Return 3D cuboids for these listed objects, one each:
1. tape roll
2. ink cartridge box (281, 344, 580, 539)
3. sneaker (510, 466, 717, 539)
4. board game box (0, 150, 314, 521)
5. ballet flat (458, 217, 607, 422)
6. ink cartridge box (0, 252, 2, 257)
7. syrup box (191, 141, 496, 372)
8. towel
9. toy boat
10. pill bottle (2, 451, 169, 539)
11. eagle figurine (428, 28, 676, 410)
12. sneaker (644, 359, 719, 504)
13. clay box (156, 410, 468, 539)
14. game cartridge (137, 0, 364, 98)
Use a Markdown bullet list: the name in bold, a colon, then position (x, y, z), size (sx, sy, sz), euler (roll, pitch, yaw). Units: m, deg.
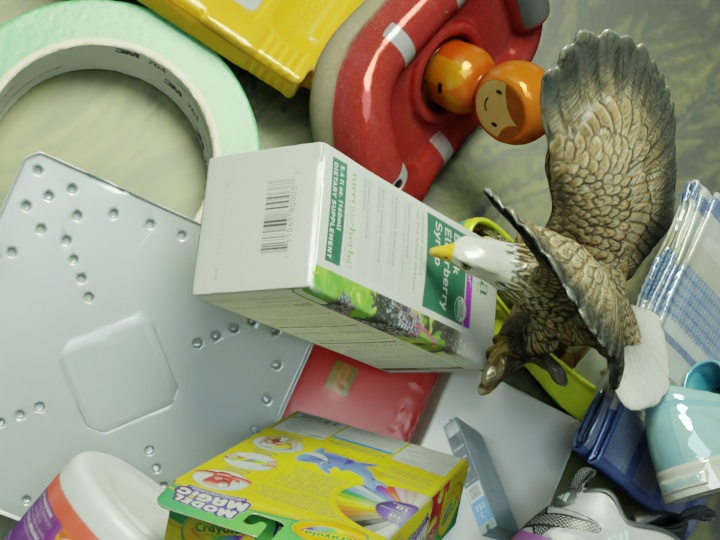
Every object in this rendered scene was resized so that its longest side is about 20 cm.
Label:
- **tape roll**: position (-0.164, -0.067, 0.855), size (0.200, 0.048, 0.201), euler (2, 79, -12)
- **ink cartridge box**: position (0.021, 0.148, 0.853), size (0.176, 0.045, 0.200), euler (26, 75, -7)
- **sneaker**: position (0.176, 0.204, 0.835), size (0.140, 0.078, 0.200), euler (-45, 114, -14)
- **board game box**: position (-0.143, 0.060, 0.807), size (0.200, 0.026, 0.200), euler (24, 89, -16)
- **ballet flat**: position (0.129, 0.038, 0.880), size (0.200, 0.067, 0.067), euler (40, 50, -1)
- **ink cartridge box**: position (-0.308, 0.038, 0.729), size (0.146, 0.084, 0.200), euler (28, 90, -38)
- **syrup box**: position (0.000, 0.000, 0.774), size (0.200, 0.081, 0.079), euler (26, 65, -53)
- **towel**: position (0.213, 0.059, 0.889), size (0.147, 0.024, 0.200), euler (38, 71, -40)
- **toy boat**: position (0.065, -0.117, 0.855), size (0.131, 0.131, 0.200), euler (30, 71, 35)
- **pill bottle**: position (-0.174, 0.208, 0.749), size (0.111, 0.111, 0.200), euler (39, 93, -2)
- **eagle figurine**: position (0.112, -0.006, 0.738), size (0.151, 0.200, 0.152), euler (-17, 65, -23)
- **sneaker**: position (0.245, 0.092, 0.861), size (0.200, 0.074, 0.082), euler (1, 71, -52)
- **clay box**: position (-0.023, 0.130, 0.738), size (0.115, 0.200, 0.048), euler (14, 101, 17)
- **game cartridge**: position (-0.078, -0.224, 0.889), size (0.200, 0.032, 0.176), euler (32, 58, -4)
